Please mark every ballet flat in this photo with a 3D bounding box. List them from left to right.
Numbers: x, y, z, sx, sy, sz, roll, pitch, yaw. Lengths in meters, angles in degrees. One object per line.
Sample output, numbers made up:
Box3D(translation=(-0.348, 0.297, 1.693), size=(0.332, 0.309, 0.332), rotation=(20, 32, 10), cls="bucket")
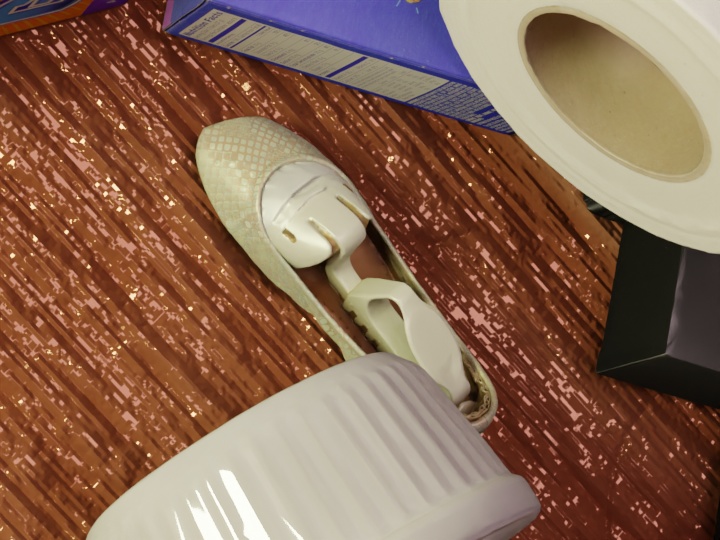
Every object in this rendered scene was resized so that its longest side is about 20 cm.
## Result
Box3D(translation=(0.000, 0.000, 1.008), size=(0.067, 0.062, 0.200), rotation=(-42, 97, -25), cls="ballet flat")

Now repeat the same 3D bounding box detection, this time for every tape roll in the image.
Box3D(translation=(0.130, -0.101, 0.930), size=(0.202, 0.202, 0.071), rotation=(45, 72, -9), cls="tape roll")

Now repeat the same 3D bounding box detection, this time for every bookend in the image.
Box3D(translation=(0.204, 0.071, 1.066), size=(0.197, 0.092, 0.202), rotation=(16, 75, -18), cls="bookend")

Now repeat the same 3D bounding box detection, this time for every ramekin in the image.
Box3D(translation=(-0.028, 0.116, 0.905), size=(0.201, 0.202, 0.095), rotation=(-26, 78, -25), cls="ramekin")

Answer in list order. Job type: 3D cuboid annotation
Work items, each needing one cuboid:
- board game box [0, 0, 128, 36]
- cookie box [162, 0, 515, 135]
Box3D(translation=(-0.191, -0.213, 0.890), size=(0.198, 0.200, 0.202), rotation=(-18, 87, -25), cls="board game box")
Box3D(translation=(0.016, -0.178, 1.041), size=(0.198, 0.075, 0.173), rotation=(15, 76, -21), cls="cookie box")
